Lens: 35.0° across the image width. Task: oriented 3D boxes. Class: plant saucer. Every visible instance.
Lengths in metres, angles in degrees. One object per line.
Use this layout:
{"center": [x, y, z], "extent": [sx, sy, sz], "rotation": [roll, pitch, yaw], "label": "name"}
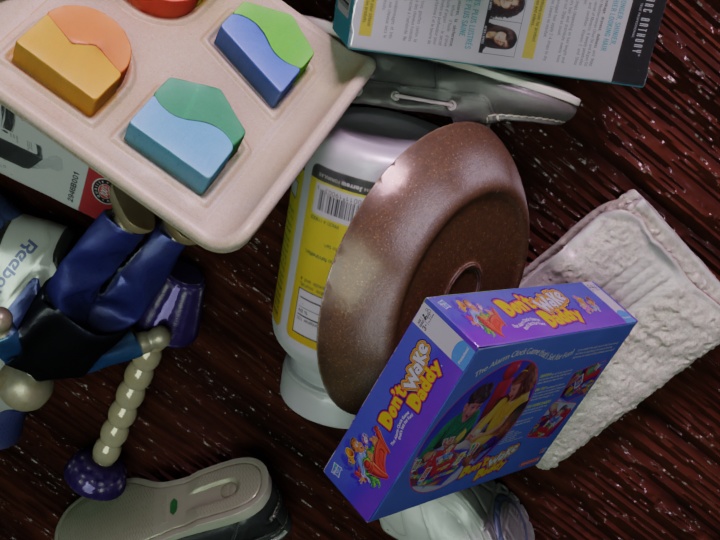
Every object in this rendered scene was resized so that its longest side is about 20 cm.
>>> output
{"center": [0.052, 0.008, 0.720], "extent": [0.036, 0.199, 0.203], "rotation": [27, 118, 34], "label": "plant saucer"}

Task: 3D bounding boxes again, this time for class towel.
{"center": [0.161, 0.048, 0.823], "extent": [0.132, 0.035, 0.200], "rotation": [43, 111, -10], "label": "towel"}

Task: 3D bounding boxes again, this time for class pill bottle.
{"center": [0.000, 0.000, 0.779], "extent": [0.111, 0.113, 0.202], "rotation": [12, 114, 2], "label": "pill bottle"}

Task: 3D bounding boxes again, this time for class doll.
{"center": [-0.182, 0.030, 0.765], "extent": [0.136, 0.049, 0.200], "rotation": [15, 128, -45], "label": "doll"}

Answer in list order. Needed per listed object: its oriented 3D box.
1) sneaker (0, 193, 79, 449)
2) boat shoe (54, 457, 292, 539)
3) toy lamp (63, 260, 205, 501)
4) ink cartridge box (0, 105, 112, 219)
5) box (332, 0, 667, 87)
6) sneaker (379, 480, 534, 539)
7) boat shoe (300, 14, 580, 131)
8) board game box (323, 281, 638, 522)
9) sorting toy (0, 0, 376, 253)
{"center": [-0.238, 0.048, 0.843], "extent": [0.114, 0.081, 0.202], "rotation": [12, 112, 4], "label": "sneaker"}
{"center": [-0.151, 0.204, 0.906], "extent": [0.198, 0.072, 0.068], "rotation": [-13, 135, 17], "label": "boat shoe"}
{"center": [-0.168, 0.083, 0.864], "extent": [0.058, 0.058, 0.201], "rotation": [24, 115, -4], "label": "toy lamp"}
{"center": [-0.204, -0.133, 0.740], "extent": [0.198, 0.084, 0.145], "rotation": [26, 136, -4], "label": "ink cartridge box"}
{"center": [0.088, -0.169, 0.700], "extent": [0.198, 0.049, 0.083], "rotation": [5, 114, -16], "label": "box"}
{"center": [0.066, 0.189, 0.882], "extent": [0.087, 0.075, 0.201], "rotation": [-33, 99, 30], "label": "sneaker"}
{"center": [0.042, -0.117, 0.749], "extent": [0.198, 0.067, 0.058], "rotation": [17, 103, 6], "label": "boat shoe"}
{"center": [0.082, 0.077, 0.727], "extent": [0.045, 0.199, 0.135], "rotation": [44, 117, 29], "label": "board game box"}
{"center": [-0.107, -0.125, 0.657], "extent": [0.199, 0.186, 0.037], "rotation": [32, 142, 1], "label": "sorting toy"}
